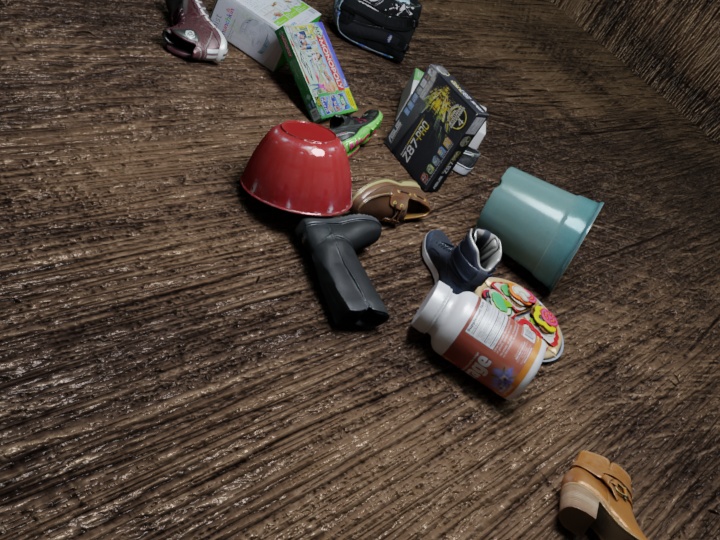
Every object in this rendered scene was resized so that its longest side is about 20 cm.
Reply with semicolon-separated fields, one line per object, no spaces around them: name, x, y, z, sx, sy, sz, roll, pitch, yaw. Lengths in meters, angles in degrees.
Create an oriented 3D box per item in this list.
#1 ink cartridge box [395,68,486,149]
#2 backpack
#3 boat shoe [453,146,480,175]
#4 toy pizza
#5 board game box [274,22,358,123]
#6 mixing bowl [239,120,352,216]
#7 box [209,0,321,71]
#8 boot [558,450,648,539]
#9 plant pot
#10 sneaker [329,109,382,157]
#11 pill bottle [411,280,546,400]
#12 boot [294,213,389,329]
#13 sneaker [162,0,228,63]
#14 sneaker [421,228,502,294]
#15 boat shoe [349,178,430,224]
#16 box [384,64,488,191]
ink cartridge box;0.189;-0.360;1.870;0.198;0.085;0.147;26;36;-10
backpack;0.026;-0.626;2.015;0.198;0.165;0.154;2;36;-28
boat shoe;0.170;-0.287;1.782;0.198;0.068;0.074;32;34;-1
toy pizza;0.290;0.081;1.470;0.198;0.032;0.201;21;37;-17
board game box;-0.089;-0.411;1.678;0.134;0.029;0.202;-28;96;-51
mixing bowl;-0.098;-0.184;1.364;0.197;0.110;0.201;11;26;-6
box;-0.206;-0.547;1.767;0.175;0.097;0.200;32;35;-1
boot;0.383;0.358;1.182;0.199;0.074;0.155;40;31;5
plant pot;0.343;-0.094;1.597;0.195;0.202;0.200;32;34;12
sneaker;-0.016;-0.290;1.631;0.084;0.077;0.200;39;34;2
pill bottle;0.184;0.107;1.286;0.199;0.113;0.112;33;35;1
boot;-0.001;0.000;1.302;0.163;0.066;0.201;-5;46;-31
sneaker;-0.355;-0.488;1.599;0.115;0.076;0.200;-19;61;-45
sneaker;0.178;-0.037;1.425;0.076;0.147;0.204;13;38;-23
boat shoe;0.059;-0.124;1.495;0.199;0.072;0.068;-10;51;-48
box;0.151;-0.289;1.654;0.049;0.201;0.162;-5;50;-44
